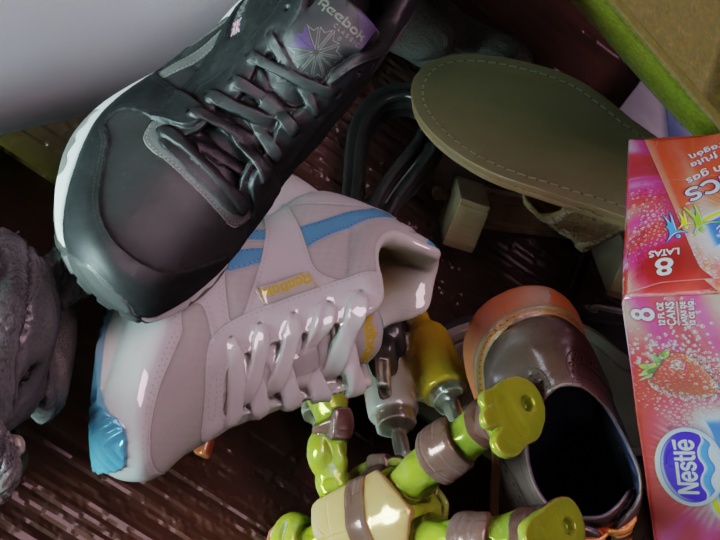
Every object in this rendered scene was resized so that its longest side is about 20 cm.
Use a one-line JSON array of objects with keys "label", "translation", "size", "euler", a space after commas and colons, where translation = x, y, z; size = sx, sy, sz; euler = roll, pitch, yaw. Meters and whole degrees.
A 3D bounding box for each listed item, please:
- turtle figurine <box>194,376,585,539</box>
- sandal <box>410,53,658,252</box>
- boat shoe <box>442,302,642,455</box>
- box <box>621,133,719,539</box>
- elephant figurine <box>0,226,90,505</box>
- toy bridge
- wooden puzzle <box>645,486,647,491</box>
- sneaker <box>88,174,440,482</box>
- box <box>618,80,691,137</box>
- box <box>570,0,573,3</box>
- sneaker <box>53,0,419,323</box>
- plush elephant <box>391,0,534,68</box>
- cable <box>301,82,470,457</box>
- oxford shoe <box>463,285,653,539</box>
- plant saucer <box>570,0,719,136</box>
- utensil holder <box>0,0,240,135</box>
[{"label": "turtle figurine", "translation": [0.016, 0.114, 0.921], "size": [0.064, 0.161, 0.201], "euler": [7, 69, -50]}, {"label": "sandal", "translation": [0.115, -0.032, 1.017], "size": [0.211, 0.070, 0.078], "euler": [21, 50, 26]}, {"label": "boat shoe", "translation": [0.113, 0.050, 1.069], "size": [0.199, 0.073, 0.063], "euler": [7, 23, -24]}, {"label": "box", "translation": [0.167, 0.046, 0.933], "size": [0.095, 0.201, 0.100], "euler": [-3, 43, 12]}, {"label": "elephant figurine", "translation": [-0.149, 0.019, 0.812], "size": [0.141, 0.200, 0.156], "euler": [-21, 82, -36]}, {"label": "toy bridge", "translation": [0.128, -0.008, 1.088], "size": [0.199, 0.027, 0.067], "euler": [19, 21, -9]}, {"label": "wooden puzzle", "translation": [0.246, 0.128, 1.076], "size": [0.200, 0.037, 0.185], "euler": [-43, 98, -3]}, {"label": "sneaker", "translation": [-0.038, 0.021, 0.857], "size": [0.080, 0.077, 0.200], "euler": [19, 33, 20]}, {"label": "box", "translation": [0.231, -0.046, 1.152], "size": [0.200, 0.038, 0.137], "euler": [37, 53, 5]}, {"label": "box", "translation": [0.093, -0.236, 0.994], "size": [0.121, 0.032, 0.201], "euler": [36, 56, -36]}, {"label": "sneaker", "translation": [-0.040, -0.068, 0.811], "size": [0.076, 0.088, 0.200], "euler": [41, 49, -9]}, {"label": "plush elephant", "translation": [0.032, -0.196, 1.048], "size": [0.199, 0.155, 0.166], "euler": [18, 61, -25]}, {"label": "cable", "translation": [0.000, 0.000, 1.023], "size": [0.097, 0.050, 0.201], "euler": [-6, 48, 7]}, {"label": "oxford shoe", "translation": [0.094, 0.105, 0.964], "size": [0.071, 0.073, 0.201], "euler": [-24, 124, -1]}, {"label": "plant saucer", "translation": [0.137, -0.168, 0.968], "size": [0.200, 0.048, 0.200], "euler": [42, 55, -33]}, {"label": "utensil holder", "translation": [-0.155, -0.137, 0.902], "size": [0.199, 0.170, 0.171], "euler": [-18, 80, -33]}]
